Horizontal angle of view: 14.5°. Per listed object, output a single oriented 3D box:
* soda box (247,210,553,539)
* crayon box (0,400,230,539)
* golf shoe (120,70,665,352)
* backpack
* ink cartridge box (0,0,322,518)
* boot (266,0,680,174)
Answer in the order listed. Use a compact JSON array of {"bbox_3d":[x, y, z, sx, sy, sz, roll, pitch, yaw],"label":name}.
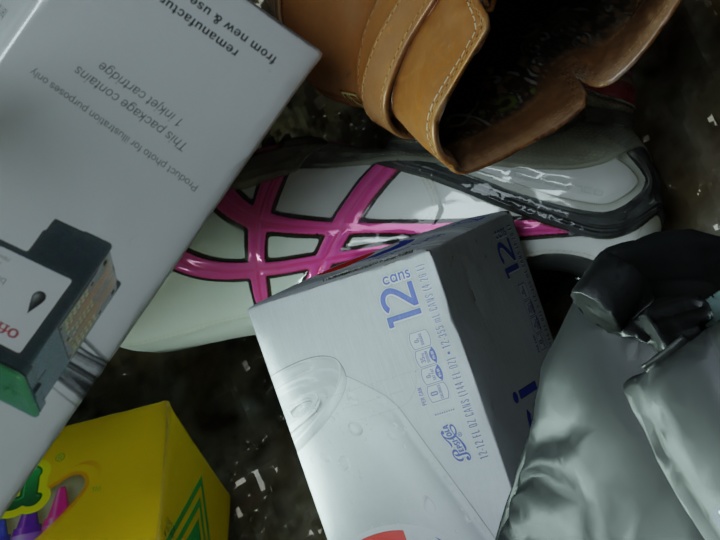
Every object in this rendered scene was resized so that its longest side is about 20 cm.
[{"bbox_3d":[0.037,0.090,0.829,0.063,0.068,0.201,-18,94,25],"label":"soda box"},{"bbox_3d":[-0.145,0.145,0.904,0.199,0.058,0.173,-14,48,17],"label":"crayon box"},{"bbox_3d":[0.000,0.000,0.894,0.199,0.073,0.093,-18,75,25],"label":"golf shoe"},{"bbox_3d":[0.135,0.090,0.702,0.199,0.126,0.168,29,124,25],"label":"backpack"},{"bbox_3d":[-0.114,-0.014,0.857,0.201,0.084,0.146,-55,18,1],"label":"ink cartridge box"},{"bbox_3d":[0.055,-0.126,0.836,0.200,0.077,0.155,-43,33,1],"label":"boot"}]
